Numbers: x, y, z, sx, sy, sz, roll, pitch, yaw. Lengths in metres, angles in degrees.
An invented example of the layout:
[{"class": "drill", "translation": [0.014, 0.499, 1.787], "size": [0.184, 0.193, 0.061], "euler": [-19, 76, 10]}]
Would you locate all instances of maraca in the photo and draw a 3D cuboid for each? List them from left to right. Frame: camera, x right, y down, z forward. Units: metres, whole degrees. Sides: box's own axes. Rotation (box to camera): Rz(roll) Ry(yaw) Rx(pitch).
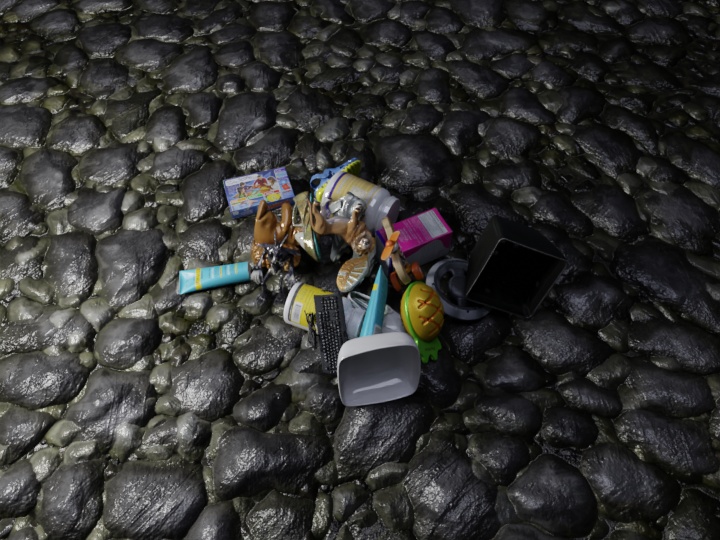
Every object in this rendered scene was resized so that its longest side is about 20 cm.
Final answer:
[{"class": "maraca", "translation": [0.158, 0.128, 1.517], "size": [0.136, 0.106, 0.205], "euler": [-3, 82, -46]}]

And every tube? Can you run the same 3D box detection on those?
[{"class": "tube", "translation": [-0.397, 0.017, 1.651], "size": [0.195, 0.051, 0.078], "euler": [-10, 47, -1]}, {"class": "tube", "translation": [0.040, 0.095, 1.499], "size": [0.049, 0.078, 0.204], "euler": [8, 67, 14]}]

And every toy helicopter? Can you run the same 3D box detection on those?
[{"class": "toy helicopter", "translation": [0.085, -0.058, 1.547], "size": [0.078, 0.132, 0.203], "euler": [-25, 57, 14]}]

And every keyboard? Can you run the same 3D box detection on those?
[{"class": "keyboard", "translation": [-0.085, 0.161, 1.475], "size": [0.102, 0.205, 0.040], "euler": [-5, 9, 15]}]

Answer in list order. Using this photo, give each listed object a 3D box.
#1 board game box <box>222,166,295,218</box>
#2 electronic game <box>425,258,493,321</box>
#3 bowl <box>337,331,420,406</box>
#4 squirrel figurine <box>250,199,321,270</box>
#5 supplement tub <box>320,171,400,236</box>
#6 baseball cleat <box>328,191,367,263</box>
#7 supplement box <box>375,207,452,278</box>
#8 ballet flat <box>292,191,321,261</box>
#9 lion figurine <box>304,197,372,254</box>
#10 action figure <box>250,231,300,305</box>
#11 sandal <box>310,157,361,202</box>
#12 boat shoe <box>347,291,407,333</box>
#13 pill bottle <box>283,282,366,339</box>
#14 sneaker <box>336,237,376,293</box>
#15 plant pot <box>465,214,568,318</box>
[{"class": "board game box", "translation": [-0.308, -0.239, 1.835], "size": [0.196, 0.035, 0.137], "euler": [-14, 55, -11]}, {"class": "electronic game", "translation": [0.271, 0.050, 1.636], "size": [0.195, 0.042, 0.203], "euler": [5, 53, -7]}, {"class": "bowl", "translation": [0.039, 0.222, 1.421], "size": [0.195, 0.202, 0.075], "euler": [-8, 43, -6]}, {"class": "squirrel figurine", "translation": [-0.205, -0.082, 1.688], "size": [0.182, 0.142, 0.204], "euler": [12, 68, -5]}, {"class": "supplement tub", "translation": [0.001, -0.184, 1.735], "size": [0.197, 0.147, 0.146], "euler": [25, 57, 17]}, {"class": "baseball cleat", "translation": [-0.054, -0.124, 1.669], "size": [0.106, 0.202, 0.070], "euler": [35, 26, 11]}, {"class": "supplement box", "translation": [0.146, -0.077, 1.688], "size": [0.197, 0.102, 0.104], "euler": [-21, 57, -16]}, {"class": "ballet flat", "translation": [-0.148, -0.113, 1.616], "size": [0.069, 0.071, 0.204], "euler": [-7, 71, -6]}, {"class": "lion figurine", "translation": [-0.059, -0.118, 1.582], "size": [0.196, 0.125, 0.073], "euler": [13, 26, -5]}, {"class": "action figure", "translation": [-0.219, 0.006, 1.559], "size": [0.116, 0.203, 0.103], "euler": [9, 38, -5]}, {"class": "sandal", "translation": [-0.079, -0.290, 1.854], "size": [0.199, 0.080, 0.087], "euler": [-38, 59, -26]}, {"class": "boat shoe", "translation": [0.047, 0.117, 1.569], "size": [0.196, 0.067, 0.074], "euler": [21, 57, 13]}, {"class": "pill bottle", "translation": [-0.088, 0.111, 1.545], "size": [0.196, 0.112, 0.113], "euler": [19, 56, 11]}, {"class": "sneaker", "translation": [0.000, 0.000, 1.635], "size": [0.074, 0.089, 0.201], "euler": [12, 48, 21]}, {"class": "plant pot", "translation": [0.391, -0.026, 1.589], "size": [0.196, 0.202, 0.179], "euler": [17, 34, -12]}]
